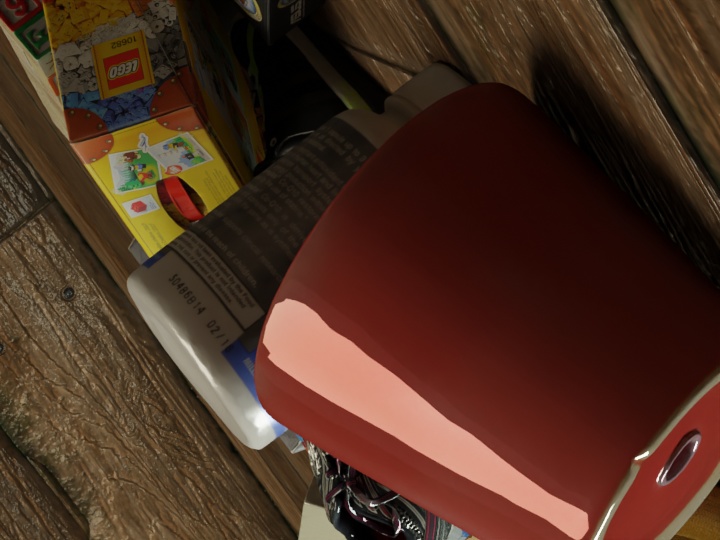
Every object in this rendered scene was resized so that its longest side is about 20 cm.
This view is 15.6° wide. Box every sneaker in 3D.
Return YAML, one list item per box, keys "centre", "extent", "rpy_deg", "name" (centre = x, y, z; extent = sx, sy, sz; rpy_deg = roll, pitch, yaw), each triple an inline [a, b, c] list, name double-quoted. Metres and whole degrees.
- centre: [-0.039, -0.090, 1.552]
  extent: [0.200, 0.083, 0.072]
  rpy_deg: [43, 167, 45]
  name: "sneaker"
- centre: [0.001, 0.095, 1.463]
  extent: [0.080, 0.075, 0.200]
  rpy_deg: [-4, 131, 36]
  name: "sneaker"

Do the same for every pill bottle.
- centre: [-0.010, -0.011, 1.355]
  extent: [0.114, 0.200, 0.114]
  rpy_deg: [50, 172, 10]
  name: "pill bottle"

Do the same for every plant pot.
- centre: [0.080, 0.040, 1.213]
  extent: [0.177, 0.201, 0.201]
  rpy_deg: [37, 166, 22]
  name: "plant pot"

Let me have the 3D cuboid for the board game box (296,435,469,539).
- centre: [0.074, 0.111, 1.542]
  extent: [0.199, 0.056, 0.196]
  rpy_deg: [-5, 131, 36]
  name: "board game box"

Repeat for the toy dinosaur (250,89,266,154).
- centre: [-0.087, -0.065, 1.806]
  extent: [0.102, 0.136, 0.200]
  rpy_deg: [0, 165, 24]
  name: "toy dinosaur"

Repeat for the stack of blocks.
- centre: [-0.179, -0.161, 1.871]
  extent: [0.059, 0.115, 0.200]
  rpy_deg: [48, 171, 20]
  name: "stack of blocks"

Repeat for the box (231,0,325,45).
- centre: [-0.081, -0.219, 1.394]
  extent: [0.160, 0.044, 0.200]
  rpy_deg: [51, 171, 8]
  name: "box"

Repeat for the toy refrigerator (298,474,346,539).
- centre: [0.065, 0.168, 1.713]
  extent: [0.199, 0.076, 0.070]
  rpy_deg: [17, 144, 5]
  name: "toy refrigerator"

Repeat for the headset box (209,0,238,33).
- centre: [-0.173, -0.226, 1.661]
  extent: [0.200, 0.093, 0.174]
  rpy_deg: [47, 170, 25]
  name: "headset box"

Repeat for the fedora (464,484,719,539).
- centre: [0.145, 0.162, 1.446]
  extent: [0.201, 0.200, 0.082]
  rpy_deg: [58, -156, -32]
  name: "fedora"

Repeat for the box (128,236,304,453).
- centre: [-0.052, 0.030, 1.906]
  extent: [0.200, 0.049, 0.161]
  rpy_deg: [50, -146, 18]
  name: "box"

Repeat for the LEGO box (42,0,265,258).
- centre: [-0.117, -0.100, 1.552]
  extent: [0.200, 0.077, 0.149]
  rpy_deg: [62, -167, -61]
  name: "LEGO box"
